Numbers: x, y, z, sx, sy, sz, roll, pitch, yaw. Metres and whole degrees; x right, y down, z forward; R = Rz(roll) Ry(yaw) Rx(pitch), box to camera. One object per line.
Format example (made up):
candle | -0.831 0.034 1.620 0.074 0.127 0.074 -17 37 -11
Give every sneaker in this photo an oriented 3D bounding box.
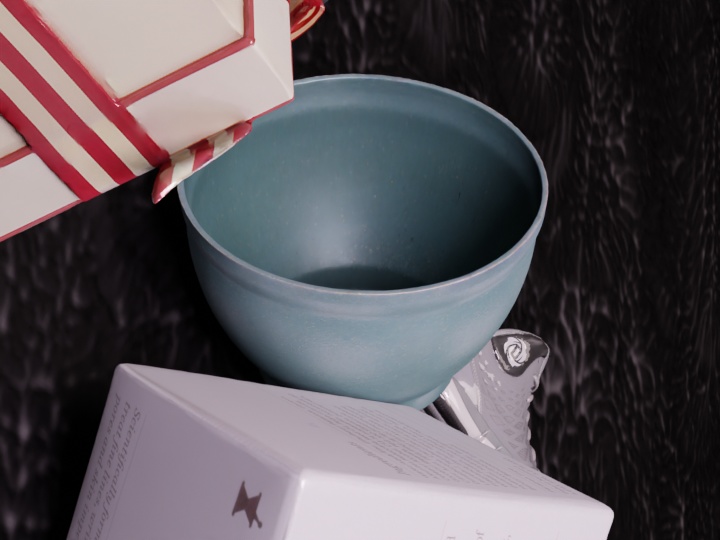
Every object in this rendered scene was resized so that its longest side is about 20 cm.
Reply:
sneaker | 0.107 0.107 1.168 0.116 0.075 0.200 -51 126 -30

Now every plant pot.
plant pot | 0.000 0.000 0.965 0.200 0.200 0.135 -54 154 -46

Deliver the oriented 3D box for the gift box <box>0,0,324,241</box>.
gift box | -0.135 -0.115 0.663 0.187 0.184 0.201 50 29 -40

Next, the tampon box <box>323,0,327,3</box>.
tampon box | -0.123 -0.204 0.802 0.200 0.149 0.127 52 25 -39

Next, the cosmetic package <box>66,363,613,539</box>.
cosmetic package | -0.020 0.155 0.826 0.199 0.165 0.165 13 96 -39
